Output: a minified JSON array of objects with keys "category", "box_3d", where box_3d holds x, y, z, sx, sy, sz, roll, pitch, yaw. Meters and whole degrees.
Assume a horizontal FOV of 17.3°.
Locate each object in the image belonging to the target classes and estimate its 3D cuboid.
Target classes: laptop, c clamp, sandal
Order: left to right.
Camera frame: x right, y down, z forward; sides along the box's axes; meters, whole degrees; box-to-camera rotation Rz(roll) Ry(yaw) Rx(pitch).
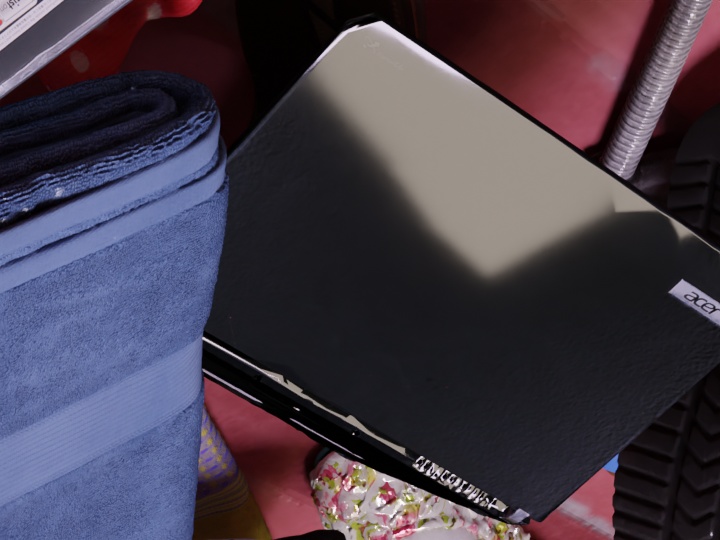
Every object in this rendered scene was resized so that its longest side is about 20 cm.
[{"category":"sandal","box_3d":[-0.006,-0.051,0.780,0.081,0.055,0.201,20,140,17]},{"category":"laptop","box_3d":[0.000,0.000,0.774,0.177,0.200,0.104,32,82,-26]},{"category":"c clamp","box_3d":[0.127,-0.069,0.842,0.170,0.027,0.200,-1,140,-24]}]

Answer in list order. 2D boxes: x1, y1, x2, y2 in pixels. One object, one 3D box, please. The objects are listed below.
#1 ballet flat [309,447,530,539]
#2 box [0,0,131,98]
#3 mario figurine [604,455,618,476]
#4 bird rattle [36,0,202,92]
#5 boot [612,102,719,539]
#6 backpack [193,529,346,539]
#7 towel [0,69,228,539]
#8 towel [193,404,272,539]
[{"category":"ballet flat","box_3d":[0.045,0.133,1.036,0.075,0.064,0.200,-29,143,15]},{"category":"box","box_3d":[-0.075,-0.150,0.561,0.200,0.046,0.159,-34,108,18]},{"category":"mario figurine","box_3d":[0.090,0.063,0.922,0.123,0.107,0.200,-14,156,24]},{"category":"bird rattle","box_3d":[-0.043,-0.144,0.640,0.199,0.113,0.164,-10,133,8]},{"category":"boot","box_3d":[0.169,0.051,0.857,0.138,0.201,0.077,17,174,-44]},{"category":"backpack","box_3d":[-0.112,0.178,0.913,0.199,0.164,0.154,10,150,-25]},{"category":"towel","box_3d":[-0.093,0.040,0.678,0.111,0.048,0.201,-24,137,-35]},{"category":"towel","box_3d":[-0.116,0.103,0.957,0.143,0.023,0.200,-18,144,-1]}]
